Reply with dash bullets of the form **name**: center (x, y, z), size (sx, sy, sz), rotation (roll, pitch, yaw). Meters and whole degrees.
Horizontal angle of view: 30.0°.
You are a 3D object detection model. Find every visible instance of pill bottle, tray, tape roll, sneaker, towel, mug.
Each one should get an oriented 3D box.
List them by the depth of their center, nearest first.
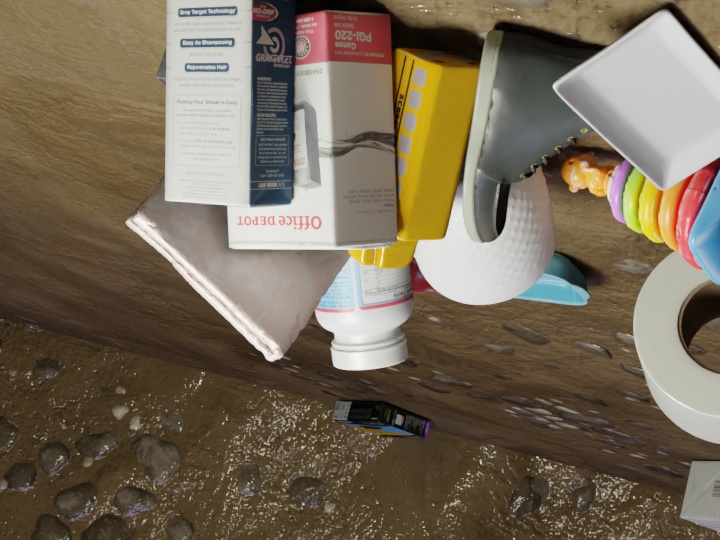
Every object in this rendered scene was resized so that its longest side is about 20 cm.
- **tray**: center (0.244, -0.139, 1.094), size (0.107, 0.022, 0.200), rotation (-33, 141, 23)
- **sneaker**: center (0.148, -0.102, 1.149), size (0.106, 0.075, 0.201), rotation (11, 127, 10)
- **towel**: center (-0.100, -0.042, 1.264), size (0.191, 0.200, 0.032), rotation (44, 138, -12)
- **mug**: center (0.085, -0.072, 1.324), size (0.199, 0.148, 0.176), rotation (1, 150, 15)
- **pill bottle**: center (0.000, 0.000, 1.444), size (0.108, 0.201, 0.109), rotation (-6, -171, 1)
- **tape roll**: center (0.400, 0.076, 1.445), size (0.202, 0.203, 0.139), rotation (11, 164, 20)

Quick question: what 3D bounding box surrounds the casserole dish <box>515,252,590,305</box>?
- **casserole dish**: center (0.202, 0.002, 1.717), size (0.199, 0.039, 0.121), rotation (6, 162, 33)

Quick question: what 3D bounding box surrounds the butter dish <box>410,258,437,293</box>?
- **butter dish**: center (0.041, -0.028, 1.560), size (0.199, 0.148, 0.200), rotation (10, 164, 21)

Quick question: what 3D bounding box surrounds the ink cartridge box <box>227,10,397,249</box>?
- **ink cartridge box**: center (-0.047, -0.118, 1.179), size (0.085, 0.201, 0.145), rotation (-8, -174, -44)

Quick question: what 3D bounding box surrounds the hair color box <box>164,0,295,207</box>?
- **hair color box**: center (-0.110, -0.156, 1.130), size (0.100, 0.201, 0.060), rotation (6, -172, 36)

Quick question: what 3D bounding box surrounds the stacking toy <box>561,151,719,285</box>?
- **stacking toy**: center (0.274, -0.072, 1.264), size (0.200, 0.116, 0.110), rotation (20, 168, 38)

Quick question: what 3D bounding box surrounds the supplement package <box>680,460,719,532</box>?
- **supplement package**: center (0.759, 0.463, 2.667), size (0.199, 0.122, 0.120), rotation (21, 165, -21)

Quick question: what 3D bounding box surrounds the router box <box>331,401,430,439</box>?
- **router box**: center (0.048, 0.354, 3.185), size (0.149, 0.051, 0.200), rotation (23, 164, -30)

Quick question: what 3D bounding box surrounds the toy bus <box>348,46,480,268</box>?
- **toy bus**: center (0.047, -0.095, 1.193), size (0.065, 0.201, 0.078), rotation (-3, -155, -36)

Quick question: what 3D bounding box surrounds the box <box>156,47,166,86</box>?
- **box**: center (-0.092, -0.166, 1.383), size (0.157, 0.050, 0.200), rotation (10, 164, 26)
